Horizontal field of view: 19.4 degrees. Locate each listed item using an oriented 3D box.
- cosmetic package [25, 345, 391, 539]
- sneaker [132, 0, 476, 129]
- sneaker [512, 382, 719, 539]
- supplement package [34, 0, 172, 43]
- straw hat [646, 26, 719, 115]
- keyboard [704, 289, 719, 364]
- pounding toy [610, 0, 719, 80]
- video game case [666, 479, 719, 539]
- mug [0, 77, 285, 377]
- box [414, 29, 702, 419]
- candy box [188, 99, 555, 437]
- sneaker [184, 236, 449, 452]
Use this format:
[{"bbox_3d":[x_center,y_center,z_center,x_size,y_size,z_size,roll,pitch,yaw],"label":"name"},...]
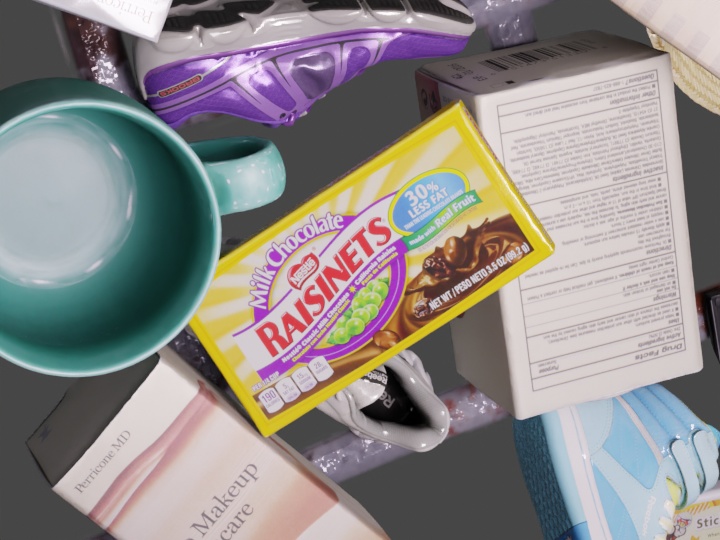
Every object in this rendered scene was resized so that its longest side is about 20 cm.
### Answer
[{"bbox_3d":[-0.087,0.134,1.241,0.200,0.087,0.104,40,89,-24],"label":"cosmetic package"},{"bbox_3d":[-0.032,-0.125,1.216,0.198,0.081,0.084,-9,121,-8],"label":"sneaker"},{"bbox_3d":[0.183,0.161,1.324,0.130,0.080,0.201,-10,80,-22],"label":"sneaker"},{"bbox_3d":[-0.194,-0.209,1.078,0.199,0.156,0.112,17,97,-24],"label":"supplement package"},{"bbox_3d":[0.283,-0.172,1.304,0.200,0.085,0.203,-5,104,-19],"label":"straw hat"},{"bbox_3d":[0.321,0.001,1.365,0.199,0.021,0.128,-14,119,0],"label":"keyboard"},{"bbox_3d":[0.208,-0.233,1.188,0.142,0.184,0.201,33,102,-8],"label":"pounding toy"},{"bbox_3d":[0.269,0.226,1.433,0.199,0.023,0.183,-9,106,-17],"label":"video game case"},{"bbox_3d":[-0.150,-0.025,1.162,0.184,0.114,0.153,16,97,-23],"label":"mug"},{"bbox_3d":[0.119,-0.031,1.265,0.127,0.109,0.201,-13,108,-16],"label":"box"},{"bbox_3d":[0.000,0.000,1.188,0.199,0.026,0.103,-33,95,10],"label":"candy box"},{"bbox_3d":[-0.027,0.046,1.247,0.199,0.081,0.075,31,93,-23],"label":"sneaker"}]
